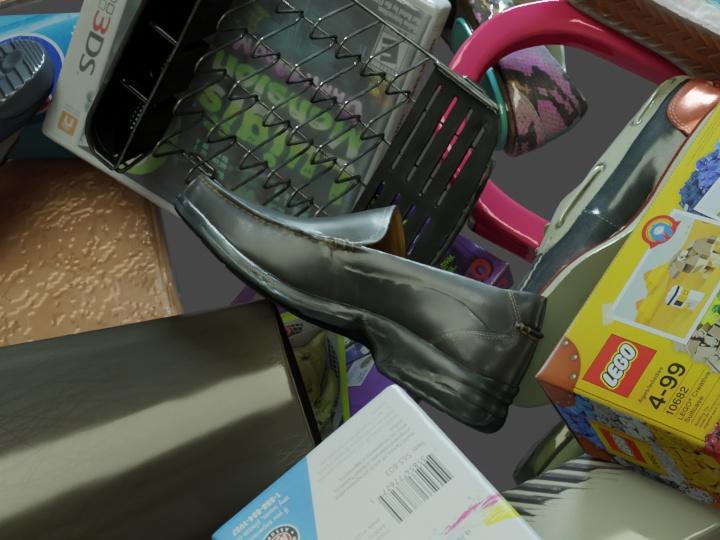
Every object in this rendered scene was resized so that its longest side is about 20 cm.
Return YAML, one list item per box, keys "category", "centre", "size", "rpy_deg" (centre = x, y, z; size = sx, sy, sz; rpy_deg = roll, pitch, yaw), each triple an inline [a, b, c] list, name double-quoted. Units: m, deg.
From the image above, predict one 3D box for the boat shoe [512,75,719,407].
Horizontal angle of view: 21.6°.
- category: "boat shoe"
  centre: [0.128, -0.017, 0.970]
  size: [0.200, 0.071, 0.062]
  rpy_deg: [-50, 42, -5]

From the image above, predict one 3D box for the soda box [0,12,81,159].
- category: "soda box"
  centre: [-0.197, -0.111, 1.146]
  size: [0.198, 0.068, 0.065]
  rpy_deg: [-1, 63, 12]

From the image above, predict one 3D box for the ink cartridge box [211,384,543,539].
- category: "ink cartridge box"
  centre: [0.040, 0.165, 0.857]
  size: [0.115, 0.068, 0.200]
  rpy_deg: [-39, 61, -9]

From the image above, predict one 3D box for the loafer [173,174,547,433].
- category: "loafer"
  centre: [0.000, 0.000, 0.931]
  size: [0.199, 0.073, 0.073]
  rpy_deg: [31, 92, 11]

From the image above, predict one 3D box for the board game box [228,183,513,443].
- category: "board game box"
  centre: [-0.021, 0.047, 1.048]
  size: [0.120, 0.032, 0.200]
  rpy_deg: [33, 75, 30]

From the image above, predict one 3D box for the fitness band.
- category: "fitness band"
  centre: [0.135, -0.064, 1.032]
  size: [0.199, 0.037, 0.145]
  rpy_deg: [27, 76, 3]

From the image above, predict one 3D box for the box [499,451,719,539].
- category: "box"
  centre: [0.082, 0.154, 0.938]
  size: [0.198, 0.082, 0.069]
  rpy_deg: [-25, 60, -3]

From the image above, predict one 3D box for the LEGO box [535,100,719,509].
- category: "LEGO box"
  centre: [0.201, 0.012, 0.875]
  size: [0.148, 0.077, 0.201]
  rpy_deg: [21, 68, 40]

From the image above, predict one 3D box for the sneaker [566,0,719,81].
- category: "sneaker"
  centre: [0.192, -0.147, 1.004]
  size: [0.199, 0.071, 0.080]
  rpy_deg: [35, 74, 8]

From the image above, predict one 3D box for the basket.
- category: "basket"
  centre: [-0.121, 0.097, 0.960]
  size: [0.198, 0.136, 0.182]
  rpy_deg: [-19, 62, -1]

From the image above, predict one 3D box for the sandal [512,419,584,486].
- category: "sandal"
  centre: [0.167, 0.059, 0.980]
  size: [0.201, 0.080, 0.057]
  rpy_deg: [-41, 79, -3]

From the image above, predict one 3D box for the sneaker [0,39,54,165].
- category: "sneaker"
  centre: [-0.241, -0.050, 1.101]
  size: [0.199, 0.082, 0.070]
  rpy_deg: [-38, 38, 10]

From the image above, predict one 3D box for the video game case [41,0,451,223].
- category: "video game case"
  centre: [-0.069, -0.108, 1.031]
  size: [0.199, 0.023, 0.183]
  rpy_deg: [31, 115, 16]

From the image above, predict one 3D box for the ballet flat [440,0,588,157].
- category: "ballet flat"
  centre: [0.074, -0.156, 1.117]
  size: [0.071, 0.069, 0.201]
  rpy_deg: [-18, 63, -18]

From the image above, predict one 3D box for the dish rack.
- category: "dish rack"
  centre: [-0.032, -0.076, 0.978]
  size: [0.199, 0.054, 0.154]
  rpy_deg: [38, 118, 13]
